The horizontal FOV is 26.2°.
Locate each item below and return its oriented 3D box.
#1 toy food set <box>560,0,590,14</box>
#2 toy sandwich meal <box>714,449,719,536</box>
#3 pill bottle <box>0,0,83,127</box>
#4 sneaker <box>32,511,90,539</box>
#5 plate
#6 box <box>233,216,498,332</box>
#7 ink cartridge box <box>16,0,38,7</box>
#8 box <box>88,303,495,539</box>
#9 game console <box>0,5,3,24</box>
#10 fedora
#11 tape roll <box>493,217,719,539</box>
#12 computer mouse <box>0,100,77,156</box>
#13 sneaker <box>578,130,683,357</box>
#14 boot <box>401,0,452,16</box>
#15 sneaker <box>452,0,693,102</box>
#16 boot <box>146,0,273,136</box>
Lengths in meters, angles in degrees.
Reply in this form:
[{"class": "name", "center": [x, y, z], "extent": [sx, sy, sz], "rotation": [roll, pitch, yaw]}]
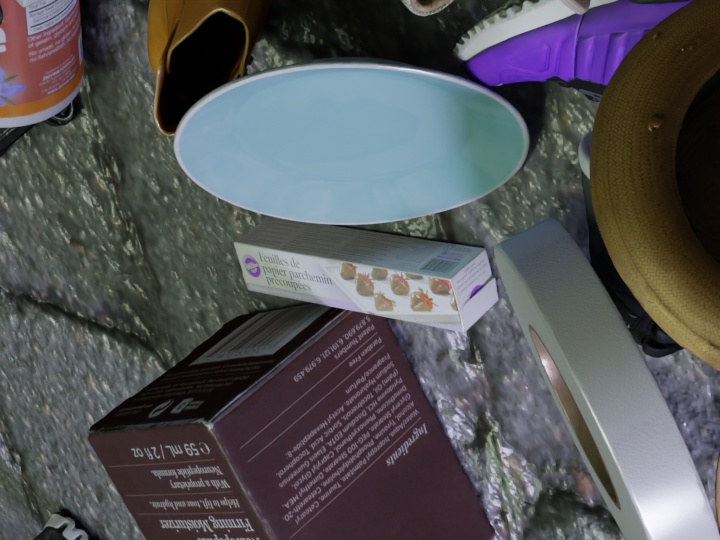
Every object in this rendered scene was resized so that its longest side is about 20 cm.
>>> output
[{"class": "toy food set", "center": [0.153, -0.199, 0.615], "extent": [0.199, 0.060, 0.146], "rotation": [-17, 63, 51]}, {"class": "toy sandwich meal", "center": [0.274, 0.113, 0.753], "extent": [0.202, 0.070, 0.208], "rotation": [5, 113, 11]}, {"class": "pill bottle", "center": [-0.247, -0.206, 1.042], "extent": [0.112, 0.112, 0.202], "rotation": [32, 139, 26]}, {"class": "sneaker", "center": [-0.261, 0.319, 1.503], "extent": [0.199, 0.090, 0.067], "rotation": [31, 139, 28]}, {"class": "plate", "center": [-0.005, -0.075, 0.862], "extent": [0.200, 0.198, 0.026], "rotation": [-33, 53, 53]}, {"class": "box", "center": [0.000, 0.000, 1.001], "extent": [0.198, 0.041, 0.039], "rotation": [9, 125, 43]}, {"class": "ink cartridge box", "center": [-0.194, -0.290, 0.890], "extent": [0.200, 0.146, 0.147], "rotation": [44, 143, 12]}, {"class": "box", "center": [-0.047, 0.146, 1.065], "extent": [0.165, 0.164, 0.202], "rotation": [-12, 110, 51]}, {"class": "game console", "center": [-0.303, -0.235, 0.933], "extent": [0.169, 0.119, 0.201], "rotation": [-10, 125, 30]}, {"class": "fedora", "center": [0.185, -0.027, 0.656], "extent": [0.201, 0.200, 0.082], "rotation": [45, 159, 11]}, {"class": "tape roll", "center": [0.129, 0.070, 0.821], "extent": [0.203, 0.037, 0.205], "rotation": [-25, -89, -89]}, {"class": "computer mouse", "center": [-0.308, -0.137, 1.218], "extent": [0.139, 0.053, 0.199], "rotation": [55, 144, -3]}, {"class": "sneaker", "center": [0.178, 0.012, 0.767], "extent": [0.200, 0.070, 0.100], "rotation": [48, 155, 46]}, {"class": "boot", "center": [0.037, -0.230, 0.676], "extent": [0.155, 0.071, 0.201], "rotation": [53, 125, 40]}, {"class": "sneaker", "center": [0.129, -0.104, 0.749], "extent": [0.199, 0.069, 0.100], "rotation": [-16, 109, 52]}, {"class": "boot", "center": [-0.099, -0.129, 0.912], "extent": [0.070, 0.145, 0.202], "rotation": [23, 141, -11]}]
